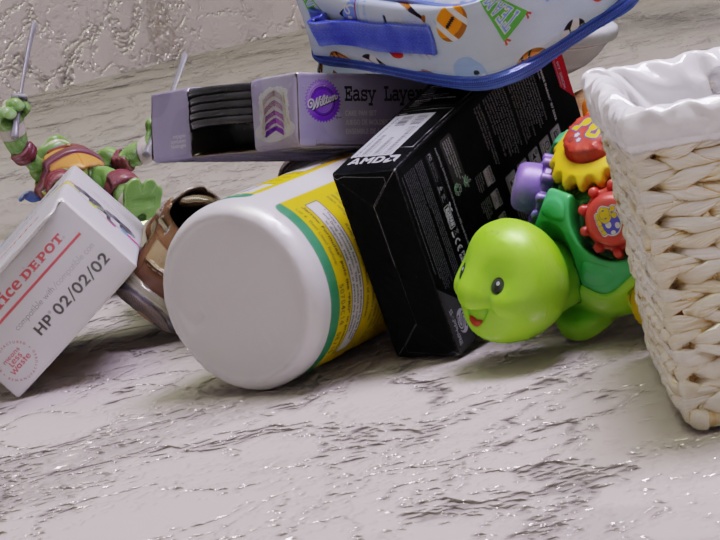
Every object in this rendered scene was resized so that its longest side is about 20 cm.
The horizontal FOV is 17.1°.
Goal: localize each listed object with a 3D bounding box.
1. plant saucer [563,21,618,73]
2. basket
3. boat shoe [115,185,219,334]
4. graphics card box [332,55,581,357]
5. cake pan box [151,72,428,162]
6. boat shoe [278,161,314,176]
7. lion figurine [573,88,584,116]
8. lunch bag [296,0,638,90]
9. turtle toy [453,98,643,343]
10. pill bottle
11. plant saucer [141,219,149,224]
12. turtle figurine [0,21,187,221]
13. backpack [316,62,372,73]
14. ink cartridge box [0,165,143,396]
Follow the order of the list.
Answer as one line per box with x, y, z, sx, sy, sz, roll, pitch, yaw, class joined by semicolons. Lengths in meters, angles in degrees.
0.080;-0.152;1.673;0.199;0.051;0.200;1;11;0;plant saucer
0.225;-0.033;1.200;0.197;0.162;0.200;-10;11;2;basket
-0.113;-0.019;1.647;0.076;0.072;0.200;33;16;-8;boat shoe
0.069;-0.051;1.430;0.051;0.126;0.200;-2;30;35;graphics card box
-0.015;-0.097;1.549;0.199;0.053;0.184;-3;-1;-33;cake pan box
0.025;-0.064;1.696;0.199;0.075;0.073;-2;14;26;boat shoe
0.151;-0.076;1.599;0.122;0.072;0.201;-33;35;33;lion figurine
0.057;-0.169;1.448;0.160;0.076;0.199;-36;30;-30;lunch bag
0.136;-0.029;1.353;0.200;0.101;0.145;-46;34;-15;turtle toy
-0.020;-0.008;1.446;0.112;0.114;0.200;-4;13;33;pill bottle
-0.142;-0.026;1.845;0.199;0.031;0.200;-12;5;1;plant saucer
-0.239;-0.118;2.095;0.200;0.144;0.194;-51;31;7;turtle figurine
0.053;-0.126;1.855;0.153;0.201;0.190;-11;-3;-11;backpack
-0.201;0.008;1.530;0.115;0.068;0.200;-48;9;6;ink cartridge box
